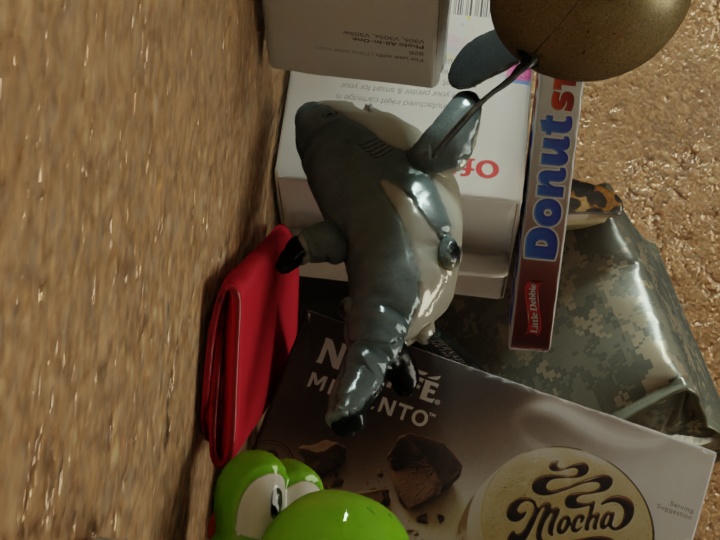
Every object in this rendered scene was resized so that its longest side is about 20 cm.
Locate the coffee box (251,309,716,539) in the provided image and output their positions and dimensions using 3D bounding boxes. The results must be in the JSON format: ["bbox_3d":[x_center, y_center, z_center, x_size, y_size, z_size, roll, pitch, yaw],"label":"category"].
[{"bbox_3d":[0.047,0.110,0.766,0.080,0.200,0.113,97,14,-68],"label":"coffee box"}]

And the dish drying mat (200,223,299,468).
[{"bbox_3d":[-0.048,0.027,0.750,0.200,0.018,0.077,-60,154,-80],"label":"dish drying mat"}]

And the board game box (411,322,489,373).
[{"bbox_3d":[0.017,0.087,1.014,0.200,0.028,0.136,-135,-126,-59],"label":"board game box"}]

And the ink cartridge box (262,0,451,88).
[{"bbox_3d":[0.005,-0.190,0.696,0.200,0.084,0.146,90,8,-64],"label":"ink cartridge box"}]

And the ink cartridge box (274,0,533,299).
[{"bbox_3d":[0.027,-0.081,0.913,0.125,0.128,0.200,87,10,-66],"label":"ink cartridge box"}]

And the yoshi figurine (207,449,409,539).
[{"bbox_3d":[-0.027,0.163,0.608,0.112,0.112,0.200,64,28,-72],"label":"yoshi figurine"}]

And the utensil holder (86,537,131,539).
[{"bbox_3d":[0.013,0.168,0.451,0.170,0.200,0.170,6,90,-87],"label":"utensil holder"}]

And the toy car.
[{"bbox_3d":[0.086,-0.142,0.695,0.200,0.158,0.164,-52,-172,28],"label":"toy car"}]

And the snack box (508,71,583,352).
[{"bbox_3d":[0.099,-0.063,0.864,0.072,0.024,0.200,-76,172,-67],"label":"snack box"}]

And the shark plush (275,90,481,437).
[{"bbox_3d":[0.000,0.000,0.753,0.091,0.083,0.200,108,-8,-56],"label":"shark plush"}]

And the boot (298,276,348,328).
[{"bbox_3d":[-0.014,0.064,0.993,0.075,0.073,0.200,121,-27,-83],"label":"boot"}]

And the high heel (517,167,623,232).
[{"bbox_3d":[0.067,-0.097,1.011,0.071,0.200,0.143,27,70,-72],"label":"high heel"}]

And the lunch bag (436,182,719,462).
[{"bbox_3d":[0.109,0.073,1.036,0.118,0.200,0.164,44,24,-49],"label":"lunch bag"}]
